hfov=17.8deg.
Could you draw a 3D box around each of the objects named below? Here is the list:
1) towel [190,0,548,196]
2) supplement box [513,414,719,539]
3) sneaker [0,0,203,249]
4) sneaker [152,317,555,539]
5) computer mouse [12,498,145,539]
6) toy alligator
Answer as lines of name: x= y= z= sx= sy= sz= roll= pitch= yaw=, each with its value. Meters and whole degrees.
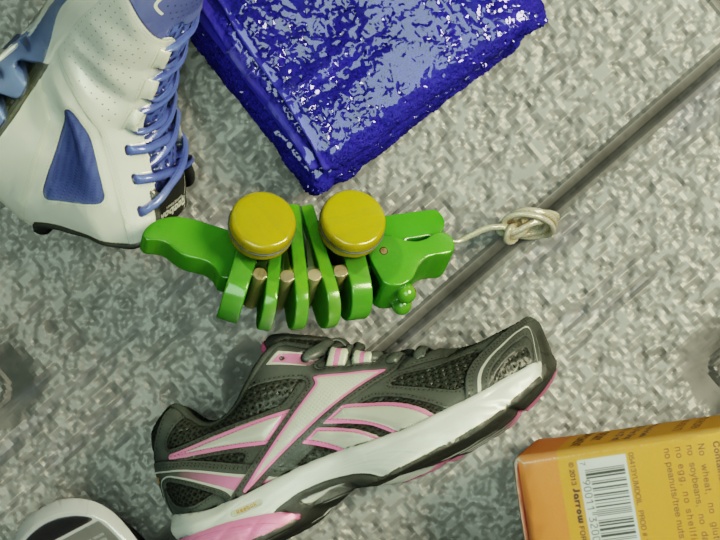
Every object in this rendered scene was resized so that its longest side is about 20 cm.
towel: x=-0.026 y=-0.152 z=1.070 sx=0.147 sy=0.050 sz=0.200 roll=-38 pitch=90 yaw=7
supplement box: x=0.175 y=0.097 z=1.047 sx=0.199 sy=0.067 sz=0.069 roll=-8 pitch=92 yaw=15
sneaker: x=-0.107 y=-0.080 z=1.058 sx=0.115 sy=0.081 sz=0.199 roll=44 pitch=124 yaw=-11
sneaker: x=-0.009 y=0.062 z=1.065 sx=0.199 sy=0.080 sz=0.087 roll=-25 pitch=81 yaw=0
computer mouse: x=-0.096 y=0.194 z=1.103 sx=0.109 sy=0.044 sz=0.201 roll=-26 pitch=95 yaw=17
toy alligator: x=0.000 y=0.000 z=1.052 sx=0.199 sy=0.059 sz=0.055 roll=-1 pitch=64 yaw=-13
